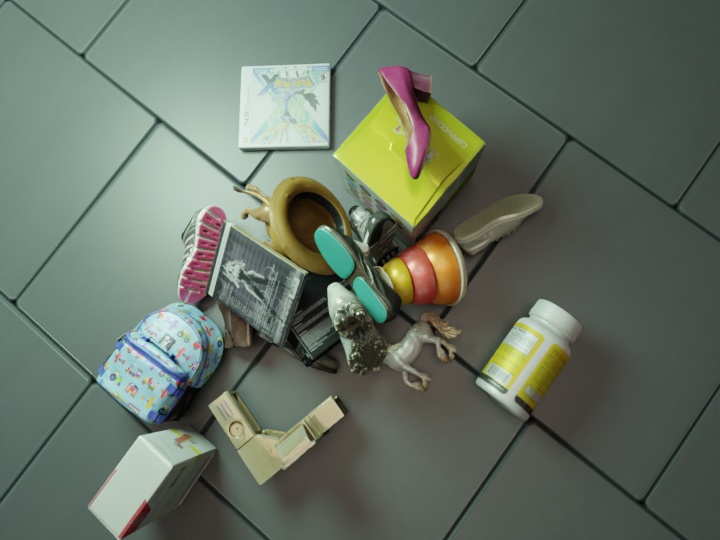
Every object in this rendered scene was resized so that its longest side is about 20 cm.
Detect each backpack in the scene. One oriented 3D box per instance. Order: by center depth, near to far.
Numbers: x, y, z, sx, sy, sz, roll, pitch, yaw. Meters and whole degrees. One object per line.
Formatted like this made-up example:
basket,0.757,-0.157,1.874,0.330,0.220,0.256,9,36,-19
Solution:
backpack,-0.371,0.165,1.038,0.182,0.135,0.201,38,87,9

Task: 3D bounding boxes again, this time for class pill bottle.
pill bottle,0.313,0.162,0.999,0.114,0.114,0.201,37,86,9

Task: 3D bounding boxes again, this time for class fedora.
fedora,-0.101,-0.072,0.987,0.081,0.199,0.205,-23,78,39

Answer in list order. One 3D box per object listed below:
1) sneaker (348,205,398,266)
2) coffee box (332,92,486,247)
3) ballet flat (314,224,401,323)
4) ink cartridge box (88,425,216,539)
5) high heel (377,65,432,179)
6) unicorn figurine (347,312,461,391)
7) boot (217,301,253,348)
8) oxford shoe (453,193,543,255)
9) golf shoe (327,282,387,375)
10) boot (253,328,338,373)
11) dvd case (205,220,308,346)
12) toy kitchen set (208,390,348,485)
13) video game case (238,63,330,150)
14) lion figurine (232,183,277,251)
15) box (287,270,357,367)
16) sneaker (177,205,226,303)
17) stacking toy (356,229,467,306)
sneaker,0.011,-0.084,1.021,0.075,0.200,0.116,-36,72,-7
coffee box,0.090,-0.196,1.027,0.199,0.198,0.201,42,86,9
ballet flat,0.000,0.000,0.929,0.068,0.068,0.201,-32,84,-43
ink cartridge box,-0.365,0.371,0.976,0.083,0.200,0.146,35,85,12
high heel,0.067,-0.247,0.901,0.094,0.068,0.204,8,66,-7
unicorn figurine,0.092,0.163,1.044,0.137,0.074,0.200,41,72,18
boot,-0.211,0.059,1.037,0.198,0.071,0.170,-17,77,47
oxford shoe,0.273,-0.092,1.073,0.197,0.075,0.058,-29,122,-8
golf shoe,-0.008,0.100,0.943,0.077,0.202,0.098,-24,46,-8
boot,-0.109,0.106,1.067,0.197,0.068,0.132,29,79,6
dvd case,-0.191,0.022,0.970,0.198,0.016,0.151,31,114,22
toy kitchen set,-0.155,0.261,0.994,0.199,0.163,0.181,-38,80,-2
video game case,-0.161,-0.350,1.159,0.195,0.022,0.187,0,82,4
lion figurine,-0.162,-0.085,1.053,0.121,0.201,0.073,22,69,40
box,-0.060,0.062,1.029,0.199,0.079,0.142,-34,82,-24
sneaker,-0.327,-0.036,1.097,0.073,0.087,0.204,12,95,-35
stacking toy,0.084,0.015,0.995,0.196,0.146,0.149,-15,80,-21
